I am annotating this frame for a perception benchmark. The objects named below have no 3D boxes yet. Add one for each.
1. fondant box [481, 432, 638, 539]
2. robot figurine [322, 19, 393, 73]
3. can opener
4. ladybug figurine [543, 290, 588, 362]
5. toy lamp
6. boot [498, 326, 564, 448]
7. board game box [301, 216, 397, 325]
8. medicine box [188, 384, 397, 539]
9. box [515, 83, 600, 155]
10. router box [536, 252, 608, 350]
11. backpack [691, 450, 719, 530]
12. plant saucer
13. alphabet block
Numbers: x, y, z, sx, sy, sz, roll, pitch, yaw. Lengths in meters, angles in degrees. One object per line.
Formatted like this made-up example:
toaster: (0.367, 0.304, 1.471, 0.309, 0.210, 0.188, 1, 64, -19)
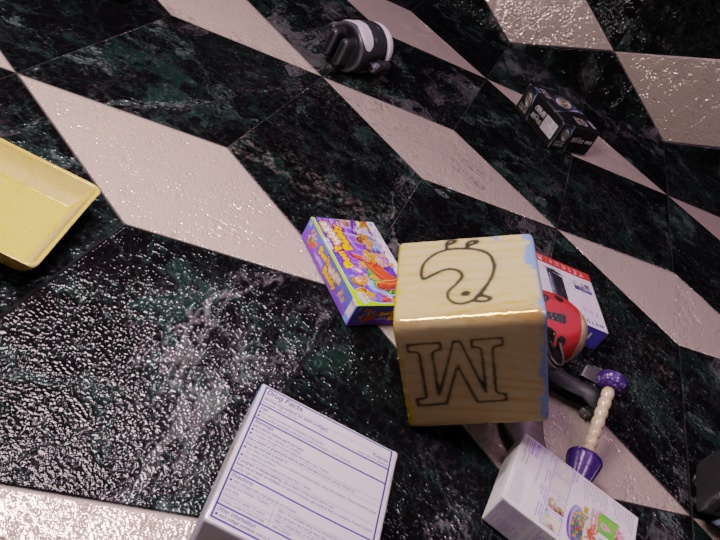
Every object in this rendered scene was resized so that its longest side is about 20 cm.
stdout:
fondant box: (0.276, 0.339, 1.039, 0.198, 0.059, 0.144, 36, 34, 7)
robot figurine: (-0.005, -0.551, 1.879, 0.198, 0.123, 0.154, -20, 100, -49)
can opener: (0.340, 0.187, 1.284, 0.197, 0.064, 0.080, 23, 60, 3)
ladybug figurine: (0.319, 0.093, 1.335, 0.196, 0.072, 0.139, 10, 65, -19)
toy lamp: (0.363, 0.247, 1.180, 0.058, 0.058, 0.201, 32, 54, 2)
boot: (0.265, 0.179, 1.165, 0.067, 0.132, 0.202, 19, 36, -17)
board game box: (0.000, 0.000, 1.257, 0.132, 0.045, 0.202, 2, 44, -37)
medicine box: (-0.072, 0.257, 0.826, 0.180, 0.104, 0.201, 28, 34, -5)
box: (0.575, -0.441, 2.227, 0.161, 0.087, 0.202, 6, 41, -34)
router box: (0.373, 0.046, 1.490, 0.197, 0.049, 0.181, 22, 35, -15)
backpack: (0.650, 0.390, 1.216, 0.201, 0.154, 0.163, 50, 30, 5)
plant saucer: (-0.472, -0.086, 0.991, 0.197, 0.049, 0.201, 26, 35, -8)
alphabet block: (0.157, 0.085, 1.078, 0.195, 0.200, 0.197, -5, 33, 9)
